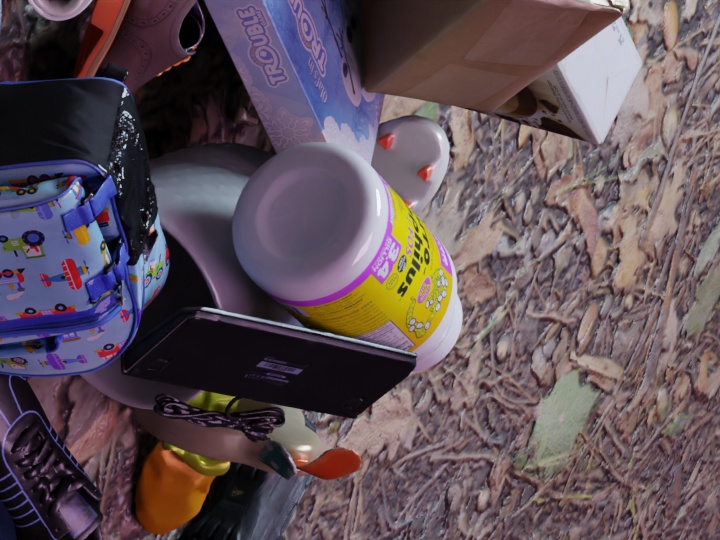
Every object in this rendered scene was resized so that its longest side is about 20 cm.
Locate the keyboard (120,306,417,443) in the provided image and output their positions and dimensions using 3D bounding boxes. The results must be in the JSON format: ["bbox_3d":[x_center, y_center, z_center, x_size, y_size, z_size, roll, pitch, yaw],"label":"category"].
[{"bbox_3d":[-0.069,0.068,1.651,0.199,0.021,0.127,15,138,-40],"label":"keyboard"}]

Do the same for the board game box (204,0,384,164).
[{"bbox_3d":[-0.036,-0.174,1.743,0.200,0.043,0.201,-77,151,-45],"label":"board game box"}]

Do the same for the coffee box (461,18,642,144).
[{"bbox_3d":[0.092,-0.174,1.897,0.080,0.199,0.113,-61,146,-18],"label":"coffee box"}]

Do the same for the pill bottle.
[{"bbox_3d":[0.000,0.000,1.684,0.105,0.104,0.200,-63,151,-9],"label":"pill bottle"}]

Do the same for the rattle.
[{"bbox_3d":[-0.089,0.153,1.814,0.130,0.199,0.144,22,95,-51],"label":"rattle"}]

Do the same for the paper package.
[{"bbox_3d":[0.085,-0.226,1.728,0.103,0.200,0.192,7,70,-24],"label":"paper package"}]

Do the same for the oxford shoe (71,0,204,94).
[{"bbox_3d":[-0.140,-0.137,1.629,0.200,0.072,0.072,117,-14,-55],"label":"oxford shoe"}]

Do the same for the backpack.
[{"bbox_3d":[-0.208,-0.010,1.558,0.135,0.181,0.201,-86,171,-45],"label":"backpack"}]

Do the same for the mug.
[{"bbox_3d":[-0.121,0.008,1.757,0.175,0.147,0.200,-40,165,-52],"label":"mug"}]

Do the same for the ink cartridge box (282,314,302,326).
[{"bbox_3d":[-0.062,0.017,1.930,0.200,0.039,0.100,-53,146,-22],"label":"ink cartridge box"}]

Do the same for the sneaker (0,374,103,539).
[{"bbox_3d":[-0.215,0.135,1.730,0.070,0.078,0.201,-49,143,-28],"label":"sneaker"}]

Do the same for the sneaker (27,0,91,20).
[{"bbox_3d":[-0.166,-0.250,1.539,0.116,0.073,0.201,-104,-159,-68],"label":"sneaker"}]

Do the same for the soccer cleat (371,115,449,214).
[{"bbox_3d":[0.008,-0.049,1.855,0.200,0.069,0.078,-54,176,40],"label":"soccer cleat"}]

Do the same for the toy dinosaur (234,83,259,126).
[{"bbox_3d":[-0.060,-0.153,1.837,0.200,0.058,0.102,27,70,-64],"label":"toy dinosaur"}]

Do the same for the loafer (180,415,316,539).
[{"bbox_3d":[-0.087,0.200,1.969,0.070,0.068,0.201,46,65,-46],"label":"loafer"}]

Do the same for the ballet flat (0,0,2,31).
[{"bbox_3d":[-0.235,-0.173,1.509,0.073,0.073,0.202,5,85,-57],"label":"ballet flat"}]
